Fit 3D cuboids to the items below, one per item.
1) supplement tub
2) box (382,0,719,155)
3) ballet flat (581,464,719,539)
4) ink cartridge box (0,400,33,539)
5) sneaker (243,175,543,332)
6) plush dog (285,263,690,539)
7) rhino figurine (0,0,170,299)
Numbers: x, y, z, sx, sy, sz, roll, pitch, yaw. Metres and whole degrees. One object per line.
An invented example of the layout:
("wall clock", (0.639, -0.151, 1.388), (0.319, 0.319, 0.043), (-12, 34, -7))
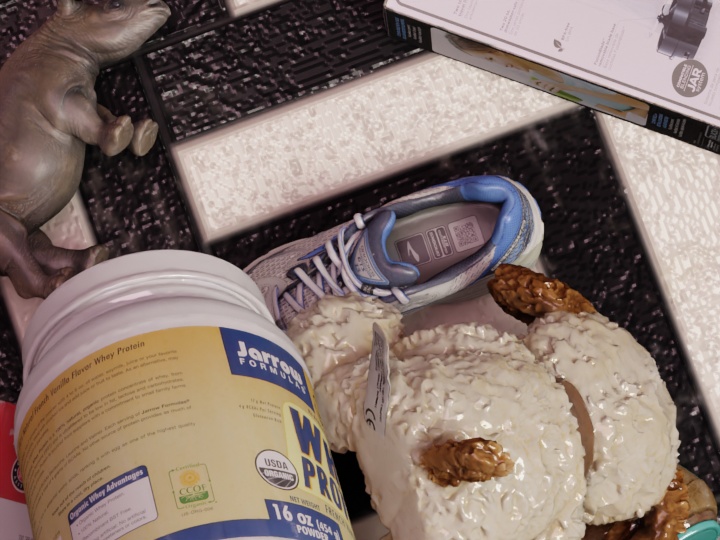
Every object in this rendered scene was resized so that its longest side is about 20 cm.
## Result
("supplement tub", (-0.081, 0.104, 1.318), (0.144, 0.145, 0.201), (-17, 50, 0))
("box", (0.123, -0.151, 1.522), (0.199, 0.060, 0.117), (19, 82, 5))
("ballet flat", (0.088, 0.156, 1.471), (0.199, 0.068, 0.072), (-34, 64, -2))
("ink cartridge box", (-0.195, 0.168, 1.426), (0.083, 0.144, 0.201), (8, 81, 28))
("sneaker", (0.000, 0.000, 1.489), (0.199, 0.085, 0.077), (-28, 80, -2))
("plush dog", (0.078, 0.079, 1.393), (0.171, 0.160, 0.201), (-18, 83, -33))
("rhino figurine", (-0.157, -0.080, 1.523), (0.087, 0.060, 0.201), (17, 78, 16))
